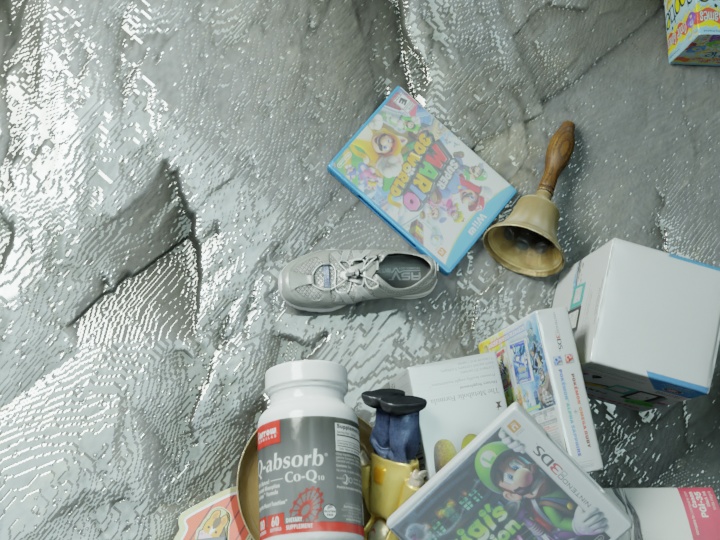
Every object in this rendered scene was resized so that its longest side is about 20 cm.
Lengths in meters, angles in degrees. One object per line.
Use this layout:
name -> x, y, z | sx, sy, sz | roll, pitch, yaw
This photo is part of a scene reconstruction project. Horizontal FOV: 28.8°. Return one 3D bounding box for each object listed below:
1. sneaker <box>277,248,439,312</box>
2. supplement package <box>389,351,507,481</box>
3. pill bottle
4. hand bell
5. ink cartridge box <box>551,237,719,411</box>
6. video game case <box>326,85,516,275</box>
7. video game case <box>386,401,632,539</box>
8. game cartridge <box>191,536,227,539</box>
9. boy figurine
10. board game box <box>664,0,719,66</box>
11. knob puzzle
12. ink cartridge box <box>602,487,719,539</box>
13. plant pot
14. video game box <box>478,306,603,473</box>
sneaker -> 0.000, 0.000, 1.659 | 0.197, 0.082, 0.076 | -8, 79, -12
supplement package -> 0.114, 0.209, 1.618 | 0.112, 0.110, 0.203 | -10, 79, -12
pill bottle -> -0.057, 0.209, 1.541 | 0.114, 0.116, 0.203 | 0, 70, -10
hand bell -> 0.230, -0.104, 1.737 | 0.103, 0.104, 0.202 | 25, 61, -4
ink cartridge box -> 0.315, 0.069, 1.640 | 0.145, 0.200, 0.148 | 15, 76, -6
video game case -> 0.077, -0.112, 1.732 | 0.200, 0.018, 0.143 | 41, 73, 0
video game case -> 0.158, 0.270, 1.499 | 0.182, 0.023, 0.200 | 45, 106, -4
game cartridge -> -0.201, 0.401, 1.540 | 0.131, 0.042, 0.203 | -7, 83, -2
boy figurine -> 0.029, 0.235, 1.569 | 0.064, 0.124, 0.203 | -2, 103, -38
board game box -> 0.458, -0.379, 1.816 | 0.103, 0.103, 0.203 | 1, 77, -10
knob puzzle -> -0.123, 0.332, 1.589 | 0.216, 0.030, 0.223 | 2, 77, -10
ink cartridge box -> 0.299, 0.319, 1.600 | 0.197, 0.147, 0.083 | 2, 47, -10
plant pot -> -0.049, 0.253, 1.607 | 0.197, 0.027, 0.203 | 7, 69, -18
video game box -> 0.202, 0.151, 1.602 | 0.046, 0.200, 0.185 | -11, 80, -17
